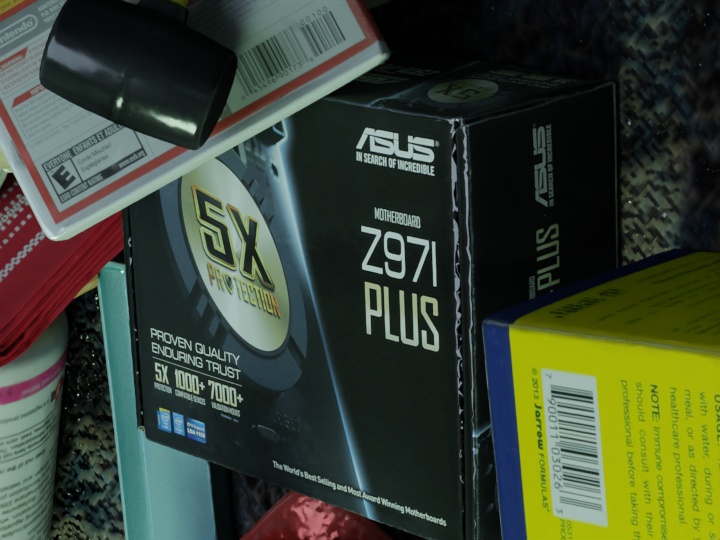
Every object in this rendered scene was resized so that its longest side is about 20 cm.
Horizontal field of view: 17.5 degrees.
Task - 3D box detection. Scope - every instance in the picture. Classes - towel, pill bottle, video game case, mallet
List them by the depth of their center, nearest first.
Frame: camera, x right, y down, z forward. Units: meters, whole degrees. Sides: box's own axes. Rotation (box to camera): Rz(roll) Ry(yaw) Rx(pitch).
[{"bbox_3d":[-0.058,-0.146,0.820,0.065,0.041,0.201,14,89,2],"label":"mallet"},{"bbox_3d":[-0.096,-0.132,0.852,0.142,0.017,0.201,-28,86,8],"label":"video game case"},{"bbox_3d":[-0.177,-0.052,1.068,0.200,0.145,0.023,34,164,34],"label":"towel"},{"bbox_3d":[-0.207,0.105,1.155,0.113,0.113,0.201,31,124,37],"label":"pill bottle"}]

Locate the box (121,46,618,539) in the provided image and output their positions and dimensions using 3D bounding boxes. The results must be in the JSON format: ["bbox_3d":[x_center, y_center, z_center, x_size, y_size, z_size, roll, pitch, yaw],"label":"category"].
[{"bbox_3d":[0.000,0.000,0.917,0.199,0.086,0.165,15,113,44],"label":"box"}]

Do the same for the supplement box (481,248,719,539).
[{"bbox_3d":[0.150,0.064,0.758,0.199,0.109,0.110,7,108,46],"label":"supplement box"}]

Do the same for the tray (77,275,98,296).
[{"bbox_3d":[-0.220,-0.035,1.118,0.200,0.098,0.037,41,150,38],"label":"tray"}]

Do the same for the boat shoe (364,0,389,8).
[{"bbox_3d":[0.015,-0.187,0.848,0.063,0.071,0.201,52,140,36],"label":"boat shoe"}]

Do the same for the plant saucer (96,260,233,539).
[{"bbox_3d":[-0.087,0.093,1.094,0.070,0.019,0.201,10,110,45],"label":"plant saucer"}]

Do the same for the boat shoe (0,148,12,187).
[{"bbox_3d":[-0.147,-0.071,0.952,0.068,0.075,0.200,37,148,7],"label":"boat shoe"}]

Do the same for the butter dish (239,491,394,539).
[{"bbox_3d":[-0.043,0.199,0.939,0.200,0.148,0.200,-48,61,2],"label":"butter dish"}]
